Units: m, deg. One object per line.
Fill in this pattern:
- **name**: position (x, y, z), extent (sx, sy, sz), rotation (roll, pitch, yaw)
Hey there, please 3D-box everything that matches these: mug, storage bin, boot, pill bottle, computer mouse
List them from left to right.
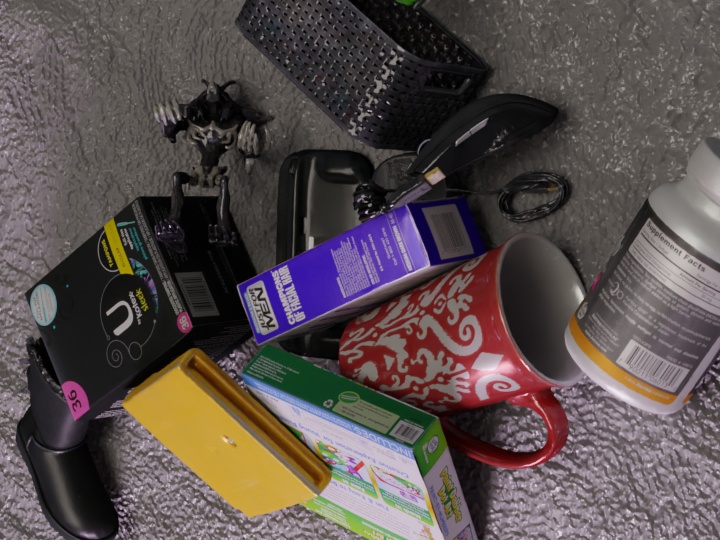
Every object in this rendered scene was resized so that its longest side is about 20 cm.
- **boot**: position (-0.309, 0.177, 1.662), extent (0.199, 0.073, 0.163), rotation (53, 140, 30)
- **storage bin**: position (0.000, -0.203, 1.400), extent (0.200, 0.135, 0.094), rotation (44, 116, 27)
- **computer mouse**: position (0.073, -0.104, 1.313), extent (0.198, 0.140, 0.046), rotation (-26, 97, 7)
- **mug**: position (0.086, 0.081, 1.343), extent (0.199, 0.133, 0.180), rotation (-22, 57, 39)
- **computer mouse**: position (0.098, -0.076, 1.401), extent (0.198, 0.034, 0.059), rotation (7, 106, 30)
- **pill bottle**: position (0.256, 0.004, 1.226), extent (0.116, 0.116, 0.201), rotation (42, 114, 28)

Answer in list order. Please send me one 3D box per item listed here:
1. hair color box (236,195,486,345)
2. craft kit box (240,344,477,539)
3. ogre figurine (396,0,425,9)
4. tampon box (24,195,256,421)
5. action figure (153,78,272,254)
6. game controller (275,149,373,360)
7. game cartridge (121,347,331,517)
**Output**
- **hair color box**: position (0.000, 0.000, 1.389), extent (0.199, 0.109, 0.065), rotation (-27, 81, 31)
- **craft kit box**: position (0.003, 0.174, 1.396), extent (0.199, 0.049, 0.199), rotation (21, 143, 34)
- **ogre figurine**: position (0.045, -0.313, 1.374), extent (0.120, 0.200, 0.098), rotation (-42, 106, 9)
- **tampon box**: position (-0.217, 0.037, 1.579), extent (0.199, 0.126, 0.151), rotation (-36, 71, 32)
- **action figure**: position (-0.144, -0.120, 1.504), extent (0.102, 0.117, 0.202), rotation (109, 165, -61)
- **game controller**: position (-0.035, -0.015, 1.502), extent (0.103, 0.042, 0.203), rotation (3, 94, 23)
- **game cartridge**: position (-0.130, 0.158, 1.464), extent (0.176, 0.033, 0.200), rotation (44, 155, -8)
